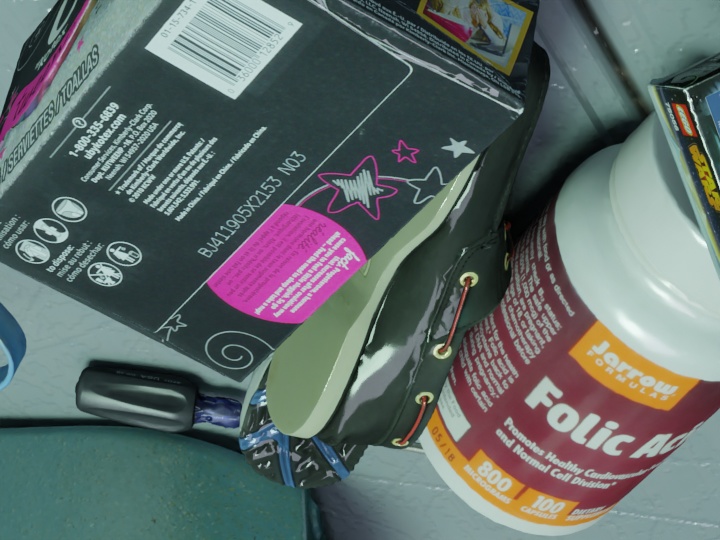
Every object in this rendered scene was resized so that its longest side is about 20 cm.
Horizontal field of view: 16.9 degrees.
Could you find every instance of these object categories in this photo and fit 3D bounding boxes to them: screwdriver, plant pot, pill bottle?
[{"bbox_3d":[-0.042,0.075,1.191,0.199,0.028,0.029,11,170,-4],"label":"screwdriver"},{"bbox_3d":[-0.107,0.196,1.227,0.199,0.197,0.196,-10,137,7],"label":"plant pot"},{"bbox_3d":[0.113,0.019,1.028,0.114,0.115,0.200,22,138,-15],"label":"pill bottle"}]

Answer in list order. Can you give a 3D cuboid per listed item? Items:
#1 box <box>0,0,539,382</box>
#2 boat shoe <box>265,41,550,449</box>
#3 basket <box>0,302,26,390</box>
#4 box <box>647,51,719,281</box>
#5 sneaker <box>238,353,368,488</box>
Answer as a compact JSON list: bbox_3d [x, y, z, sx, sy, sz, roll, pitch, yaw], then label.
[{"bbox_3d":[-0.041,-0.074,0.896,0.132,0.115,0.200,28,136,-19],"label":"box"},{"bbox_3d":[0.028,-0.013,0.976,0.063,0.074,0.202,11,121,-25],"label":"boat shoe"},{"bbox_3d":[-0.263,-0.004,1.050,0.176,0.139,0.200,-23,120,31],"label":"basket"},{"bbox_3d":[0.207,-0.006,0.922,0.136,0.040,0.201,-26,103,-12],"label":"box"},{"bbox_3d":[0.000,0.000,1.066,0.075,0.077,0.200,25,120,-14],"label":"sneaker"}]
